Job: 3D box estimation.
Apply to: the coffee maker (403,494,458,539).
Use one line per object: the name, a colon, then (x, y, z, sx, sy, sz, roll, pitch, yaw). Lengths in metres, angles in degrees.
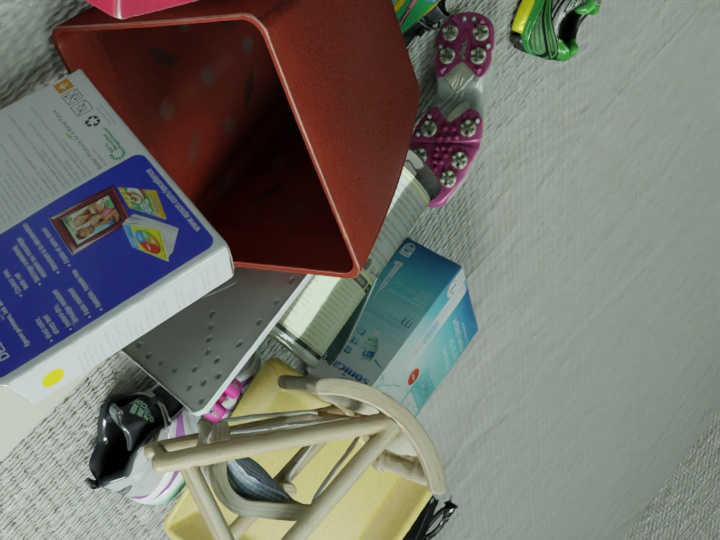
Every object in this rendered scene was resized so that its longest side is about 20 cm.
coffee maker: (-0.028, 0.238, 1.209, 0.136, 0.199, 0.192, -55, 149, 0)

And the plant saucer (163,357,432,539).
plant saucer: (-0.054, 0.213, 1.052, 0.202, 0.198, 0.048, -56, -178, 6)

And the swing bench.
swing bench: (-0.059, 0.157, 0.899, 0.198, 0.131, 0.199, -28, -179, -15)

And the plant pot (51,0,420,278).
plant pot: (-0.065, -0.135, 0.809, 0.177, 0.197, 0.202, -51, 133, -37)

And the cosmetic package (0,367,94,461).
cosmetic package: (-0.228, 0.025, 0.779, 0.200, 0.104, 0.073, -44, 147, 2)

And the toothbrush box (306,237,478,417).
toothbrush box: (0.042, 0.090, 1.283, 0.201, 0.085, 0.147, -50, 149, -19)

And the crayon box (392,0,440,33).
crayon box: (0.036, -0.280, 0.918, 0.200, 0.118, 0.059, -44, 147, -21)

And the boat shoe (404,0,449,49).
boat shoe: (0.059, -0.258, 1.022, 0.201, 0.066, 0.074, -61, 150, 4)

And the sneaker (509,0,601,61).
sneaker: (0.239, -0.326, 1.208, 0.077, 0.085, 0.203, -12, 126, -50)

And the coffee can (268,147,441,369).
coffee can: (-0.041, -0.036, 0.997, 0.201, 0.145, 0.146, -54, 149, -6)

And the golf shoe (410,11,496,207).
golf shoe: (0.104, -0.159, 1.148, 0.091, 0.074, 0.203, 23, 83, -71)

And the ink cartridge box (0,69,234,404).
ink cartridge box: (-0.212, -0.017, 0.691, 0.198, 0.198, 0.047, -33, 150, -17)

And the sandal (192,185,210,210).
sandal: (-0.202, -0.020, 0.870, 0.212, 0.077, 0.070, -50, 129, -26)

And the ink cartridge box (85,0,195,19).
ink cartridge box: (-0.149, -0.270, 0.630, 0.083, 0.144, 0.203, -25, 136, -41)

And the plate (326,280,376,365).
plate: (0.000, 0.000, 1.132, 0.200, 0.025, 0.203, -156, -91, -86)

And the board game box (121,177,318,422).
board game box: (-0.106, 0.002, 0.884, 0.201, 0.199, 0.026, -52, 130, -10)

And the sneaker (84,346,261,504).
sneaker: (-0.178, 0.124, 1.008, 0.202, 0.077, 0.140, -59, 150, 1)
